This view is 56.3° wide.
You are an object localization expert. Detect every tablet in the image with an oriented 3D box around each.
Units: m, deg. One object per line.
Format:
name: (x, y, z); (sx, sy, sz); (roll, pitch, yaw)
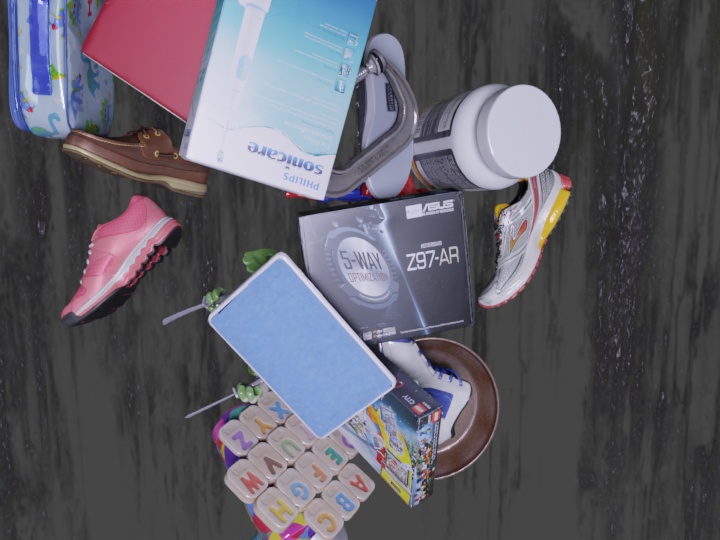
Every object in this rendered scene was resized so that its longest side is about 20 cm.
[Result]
tablet: (-0.065, 0.089, 0.757); (0.129, 0.014, 0.201); (-37, 103, 21)

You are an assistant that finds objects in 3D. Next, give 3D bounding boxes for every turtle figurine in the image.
turtle figurine: (-0.152, 0.081, 0.835); (0.194, 0.146, 0.196); (14, 133, -13)

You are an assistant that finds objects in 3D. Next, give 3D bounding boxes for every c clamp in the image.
c clamp: (-0.019, -0.179, 0.764); (0.198, 0.027, 0.174); (-34, 116, -21)

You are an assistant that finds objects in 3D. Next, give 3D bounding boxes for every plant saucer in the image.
plant saucer: (0.095, 0.190, 0.942); (0.194, 0.037, 0.207); (0, 99, -2)

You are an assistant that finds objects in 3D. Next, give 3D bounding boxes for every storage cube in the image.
storage cube: (-0.181, -0.273, 0.782); (0.197, 0.171, 0.182); (33, 97, -8)

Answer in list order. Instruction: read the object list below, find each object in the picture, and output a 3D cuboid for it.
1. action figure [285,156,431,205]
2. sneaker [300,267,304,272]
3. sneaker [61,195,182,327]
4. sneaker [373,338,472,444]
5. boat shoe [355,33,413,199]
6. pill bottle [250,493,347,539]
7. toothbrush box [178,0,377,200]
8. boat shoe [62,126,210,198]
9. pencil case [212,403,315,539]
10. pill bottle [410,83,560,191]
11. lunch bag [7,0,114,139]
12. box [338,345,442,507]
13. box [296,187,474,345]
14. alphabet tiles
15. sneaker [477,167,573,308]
action figure: (0.001, -0.110, 0.881); (0.194, 0.052, 0.067); (8, 105, -9)
sneaker: (0.000, 0.000, 0.878); (0.198, 0.082, 0.088); (-36, 111, 26)
sneaker: (-0.324, -0.013, 0.880); (0.200, 0.074, 0.087); (-45, 85, 1)
sneaker: (0.081, 0.140, 0.883); (0.112, 0.080, 0.205); (-17, 95, -13)
boat shoe: (0.020, -0.189, 0.849); (0.068, 0.066, 0.207); (-4, 89, -23)
pill bottle: (-0.114, 0.413, 0.930); (0.110, 0.111, 0.201); (38, 96, -8)
toothbrush box: (-0.085, -0.189, 0.669); (0.143, 0.085, 0.206); (13, 95, -22)
boat shoe: (-0.261, -0.140, 0.807); (0.071, 0.198, 0.070); (16, 93, 35)
pencil case: (-0.120, 0.271, 0.871); (0.088, 0.088, 0.201); (-40, 59, 5)
pill bottle: (0.140, -0.153, 0.794); (0.113, 0.199, 0.120); (-2, 96, -20)
lunch bag: (-0.346, -0.257, 0.782); (0.080, 0.161, 0.207); (2, 100, -3)
box: (0.019, 0.172, 0.836); (0.037, 0.199, 0.140); (-18, 126, -32)
box: (0.031, -0.001, 0.794); (0.194, 0.044, 0.165); (-9, 102, -9)
alphabet tiles: (-0.079, 0.240, 0.858); (0.194, 0.199, 0.015); (39, 123, 14)
sneaker: (0.202, -0.045, 0.895); (0.080, 0.078, 0.204); (25, 88, -3)
